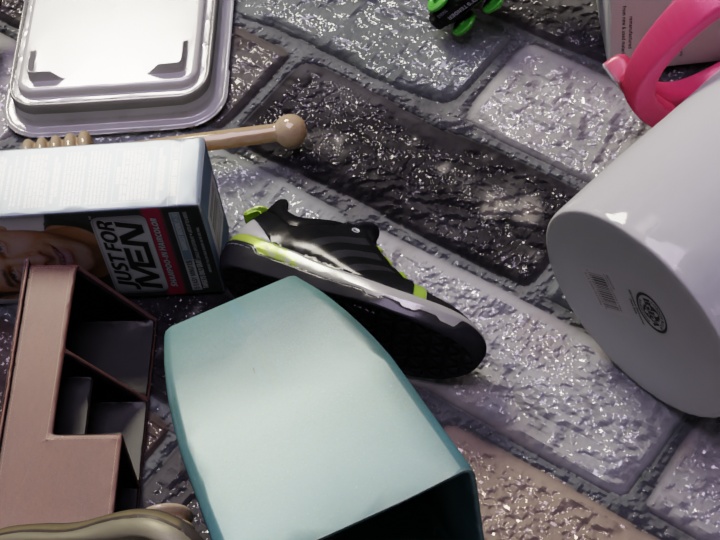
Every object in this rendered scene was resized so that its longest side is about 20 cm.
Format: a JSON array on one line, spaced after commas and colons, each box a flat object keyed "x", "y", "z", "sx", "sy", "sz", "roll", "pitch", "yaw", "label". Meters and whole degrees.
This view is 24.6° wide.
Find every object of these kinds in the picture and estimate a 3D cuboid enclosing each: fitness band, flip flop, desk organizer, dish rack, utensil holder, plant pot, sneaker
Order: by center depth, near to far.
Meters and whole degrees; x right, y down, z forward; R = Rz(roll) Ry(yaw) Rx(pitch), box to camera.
[{"x": -0.164, "y": 0.184, "z": 0.914, "sx": 0.199, "sy": 0.081, "sz": 0.058, "roll": -17, "pitch": 30, "yaw": 33, "label": "flip flop"}, {"x": -0.033, "y": 0.112, "z": 0.964, "sx": 0.141, "sy": 0.142, "sz": 0.200, "roll": -23, "pitch": 48, "yaw": -10, "label": "plant pot"}, {"x": 0.238, "y": -0.032, "z": 1.012, "sx": 0.200, "sy": 0.170, "sz": 0.170, "roll": -39, "pitch": 58, "yaw": -18, "label": "utensil holder"}, {"x": -0.177, "y": 0.093, "z": 1.032, "sx": 0.076, "sy": 0.072, "sz": 0.201, "roll": -2, "pitch": 54, "yaw": 3, "label": "desk organizer"}, {"x": 0.000, "y": 0.000, "z": 1.077, "sx": 0.199, "sy": 0.072, "sz": 0.083, "roll": 22, "pitch": 58, "yaw": 21, "label": "sneaker"}, {"x": 0.238, "y": -0.150, "z": 1.087, "sx": 0.143, "sy": 0.200, "sz": 0.038, "roll": -35, "pitch": 73, "yaw": 16, "label": "fitness band"}, {"x": -0.184, "y": -0.192, "z": 1.261, "sx": 0.170, "sy": 0.044, "sz": 0.201, "roll": -4, "pitch": 52, "yaw": 6, "label": "dish rack"}]

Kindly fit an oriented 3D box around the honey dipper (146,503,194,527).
[{"x": -0.100, "y": 0.229, "z": 0.945, "sx": 0.038, "sy": 0.038, "sz": 0.201, "roll": -13, "pitch": 55, "yaw": -2, "label": "honey dipper"}]

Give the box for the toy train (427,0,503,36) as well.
[{"x": 0.126, "y": -0.240, "z": 1.195, "sx": 0.200, "sy": 0.042, "sz": 0.057, "roll": -33, "pitch": 33, "yaw": 30, "label": "toy train"}]

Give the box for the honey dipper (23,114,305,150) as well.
[{"x": -0.138, "y": -0.088, "z": 1.176, "sx": 0.199, "sy": 0.038, "sz": 0.038, "roll": -9, "pitch": 53, "yaw": -3, "label": "honey dipper"}]

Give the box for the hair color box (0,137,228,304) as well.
[{"x": -0.195, "y": -0.031, "z": 1.107, "sx": 0.198, "sy": 0.099, "sz": 0.061, "roll": -3, "pitch": 54, "yaw": 5, "label": "hair color box"}]

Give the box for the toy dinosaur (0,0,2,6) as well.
[{"x": -0.313, "y": -0.171, "z": 1.238, "sx": 0.076, "sy": 0.103, "sz": 0.201, "roll": -3, "pitch": 43, "yaw": 21, "label": "toy dinosaur"}]

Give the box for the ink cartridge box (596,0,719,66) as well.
[{"x": 0.270, "y": -0.232, "z": 1.205, "sx": 0.199, "sy": 0.084, "sz": 0.146, "roll": -6, "pitch": 53, "yaw": 3, "label": "ink cartridge box"}]
